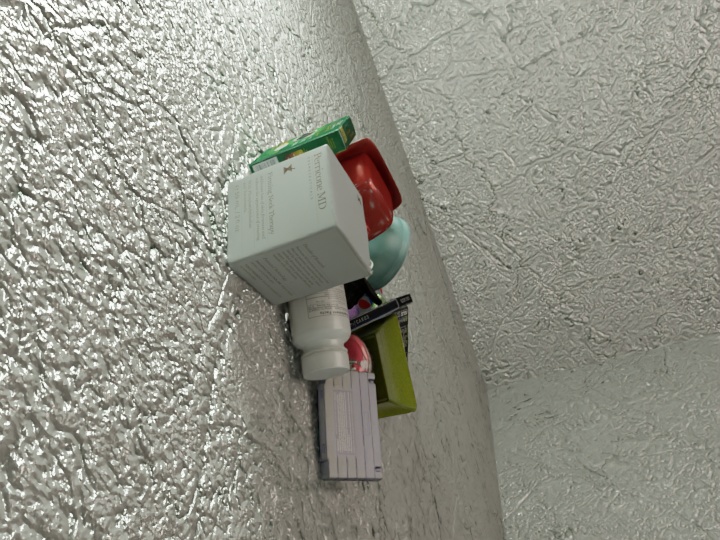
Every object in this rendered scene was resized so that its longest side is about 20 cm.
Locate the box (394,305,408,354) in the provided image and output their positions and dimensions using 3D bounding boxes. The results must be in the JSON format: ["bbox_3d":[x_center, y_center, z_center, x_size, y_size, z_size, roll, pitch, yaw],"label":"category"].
[{"bbox_3d":[0.058,0.193,1.443,0.198,0.046,0.200,-10,104,-61],"label":"box"}]

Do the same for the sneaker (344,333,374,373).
[{"bbox_3d":[-0.021,0.230,1.220,0.086,0.072,0.207,15,73,-61],"label":"sneaker"}]

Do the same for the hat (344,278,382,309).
[{"bbox_3d":[-0.048,0.024,1.256,0.200,0.081,0.201,45,-7,7],"label":"hat"}]

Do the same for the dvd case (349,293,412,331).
[{"bbox_3d":[0.006,0.102,1.248,0.025,0.196,0.150,66,15,5],"label":"dvd case"}]

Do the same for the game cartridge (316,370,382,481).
[{"bbox_3d":[-0.023,0.290,1.138,0.127,0.038,0.205,11,61,-28],"label":"game cartridge"}]

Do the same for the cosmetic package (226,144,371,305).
[{"bbox_3d":[-0.103,-0.071,1.029,0.167,0.195,0.171,50,27,-54],"label":"cosmetic package"}]

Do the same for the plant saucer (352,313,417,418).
[{"bbox_3d":[0.023,0.216,1.293,0.047,0.198,0.206,-4,75,-37],"label":"plant saucer"}]

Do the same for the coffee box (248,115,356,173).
[{"bbox_3d":[-0.110,-0.234,1.166,0.124,0.195,0.045,-73,141,-64],"label":"coffee box"}]

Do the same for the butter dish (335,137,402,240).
[{"bbox_3d":[-0.016,-0.117,1.184,0.201,0.196,0.150,54,13,-46],"label":"butter dish"}]

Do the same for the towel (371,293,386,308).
[{"bbox_3d":[0.044,0.181,1.480,0.150,0.030,0.204,54,49,-51],"label":"towel"}]

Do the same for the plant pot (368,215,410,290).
[{"bbox_3d":[0.013,-0.070,1.518,0.132,0.199,0.204,29,39,-29],"label":"plant pot"}]

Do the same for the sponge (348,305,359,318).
[{"bbox_3d":[-0.049,0.063,1.408,0.113,0.029,0.203,-85,155,-51],"label":"sponge"}]

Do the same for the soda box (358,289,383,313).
[{"bbox_3d":[0.023,0.076,1.595,0.069,0.062,0.204,57,24,-47],"label":"soda box"}]

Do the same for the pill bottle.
[{"bbox_3d":[-0.077,0.092,1.121,0.114,0.111,0.206,39,37,-64],"label":"pill bottle"}]

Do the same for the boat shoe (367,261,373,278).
[{"bbox_3d":[0.000,0.000,1.391,0.201,0.065,0.075,83,-13,-64],"label":"boat shoe"}]
